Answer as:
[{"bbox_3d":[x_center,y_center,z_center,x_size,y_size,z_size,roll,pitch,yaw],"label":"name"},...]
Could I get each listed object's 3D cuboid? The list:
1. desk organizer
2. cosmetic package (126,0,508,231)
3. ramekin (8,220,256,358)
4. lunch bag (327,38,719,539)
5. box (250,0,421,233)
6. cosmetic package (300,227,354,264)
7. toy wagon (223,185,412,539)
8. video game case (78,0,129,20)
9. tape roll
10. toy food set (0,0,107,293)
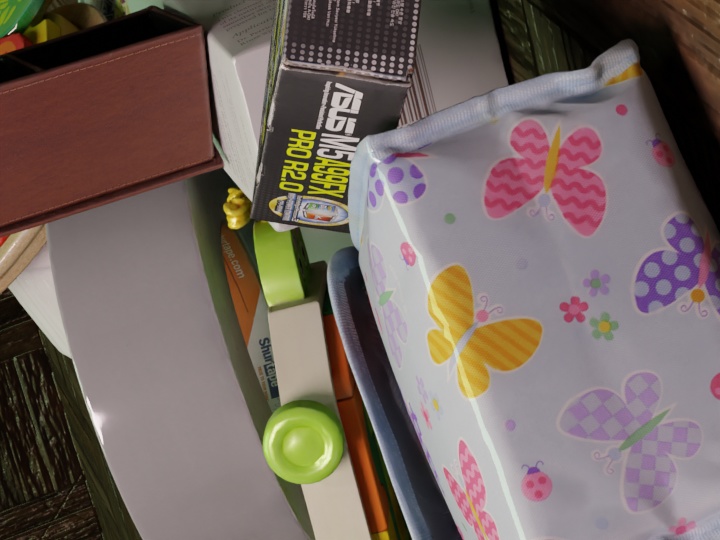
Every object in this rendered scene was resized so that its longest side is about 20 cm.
[{"bbox_3d":[-0.160,-0.060,1.105,0.077,0.199,0.072,88,159,-47],"label":"desk organizer"},{"bbox_3d":[-0.024,-0.101,1.170,0.200,0.112,0.082,-129,22,-63],"label":"cosmetic package"},{"bbox_3d":[-0.098,-0.032,1.447,0.095,0.202,0.202,62,172,-22],"label":"ramekin"},{"bbox_3d":[0.067,0.042,0.961,0.200,0.126,0.171,91,158,-77],"label":"lunch bag"},{"bbox_3d":[-0.002,-0.131,0.962,0.160,0.044,0.201,111,166,-72],"label":"box"},{"bbox_3d":[0.000,0.000,1.302,0.201,0.050,0.083,83,-169,-46],"label":"cosmetic package"},{"bbox_3d":[-0.014,0.058,1.164,0.155,0.039,0.201,-84,-19,-75],"label":"toy wagon"},{"bbox_3d":[-0.100,-0.170,1.391,0.181,0.036,0.201,-139,57,-67],"label":"video game case"},{"bbox_3d":[-0.073,0.038,1.234,0.200,0.066,0.202,-17,-90,-83],"label":"tape roll"},{"bbox_3d":[-0.193,-0.053,1.387,0.049,0.200,0.198,34,-157,-27],"label":"toy food set"}]
